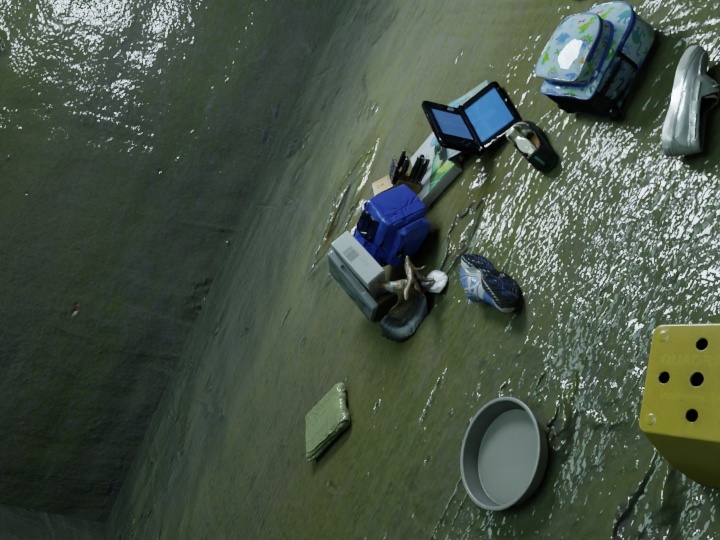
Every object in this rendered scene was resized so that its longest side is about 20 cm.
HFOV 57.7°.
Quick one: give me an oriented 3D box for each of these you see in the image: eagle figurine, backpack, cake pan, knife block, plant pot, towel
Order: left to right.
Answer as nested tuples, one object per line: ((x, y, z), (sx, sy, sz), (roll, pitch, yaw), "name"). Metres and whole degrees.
((-0.093, 0.410, 1.773), (0.200, 0.036, 0.149), (-52, 29, 30), "towel")
((0.072, -0.091, 1.696), (0.168, 0.162, 0.200), (54, 143, 21), "backpack")
((0.110, 0.059, 1.605), (0.152, 0.151, 0.200), (-36, -26, -29), "eagle figurine")
((0.130, -0.225, 1.780), (0.175, 0.200, 0.064), (-24, 38, 12), "knife block")
((0.282, -0.386, 1.687), (0.146, 0.022, 0.200), (-26, 47, 35), "towel")
((0.257, 0.329, 1.169), (0.200, 0.037, 0.201), (-42, 35, 40), "cake pan")
((0.456, -0.419, 1.272), (0.200, 0.147, 0.183), (-61, 29, 7), "backpack")
((0.453, 0.155, 0.780), (0.200, 0.176, 0.201), (-11, 61, 60), "plant pot")

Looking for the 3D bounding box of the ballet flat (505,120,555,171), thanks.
((0.363, -0.287, 1.429), (0.068, 0.068, 0.200), (-55, 28, 23), "ballet flat")

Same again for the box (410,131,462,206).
((0.203, -0.289, 1.773), (0.144, 0.036, 0.200), (-48, 33, 34), "box")

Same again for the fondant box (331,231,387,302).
((0.000, 0.000, 1.682), (0.058, 0.144, 0.200), (-40, -18, -8), "fondant box")

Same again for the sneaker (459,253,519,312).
((0.267, 0.038, 1.367), (0.200, 0.075, 0.077), (-120, 35, -59), "sneaker")

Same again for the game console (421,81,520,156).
((0.264, -0.386, 1.598), (0.200, 0.172, 0.119), (-104, 30, -45), "game console")

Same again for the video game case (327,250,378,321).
((-0.022, 0.044, 1.706), (0.022, 0.182, 0.200), (-38, -9, -9), "video game case")

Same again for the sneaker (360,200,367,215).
((0.013, -0.103, 1.931), (0.147, 0.080, 0.200), (-50, 36, 22), "sneaker")

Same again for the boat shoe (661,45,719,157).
((0.552, -0.281, 1.075), (0.068, 0.072, 0.200), (8, 69, 41), "boat shoe")
